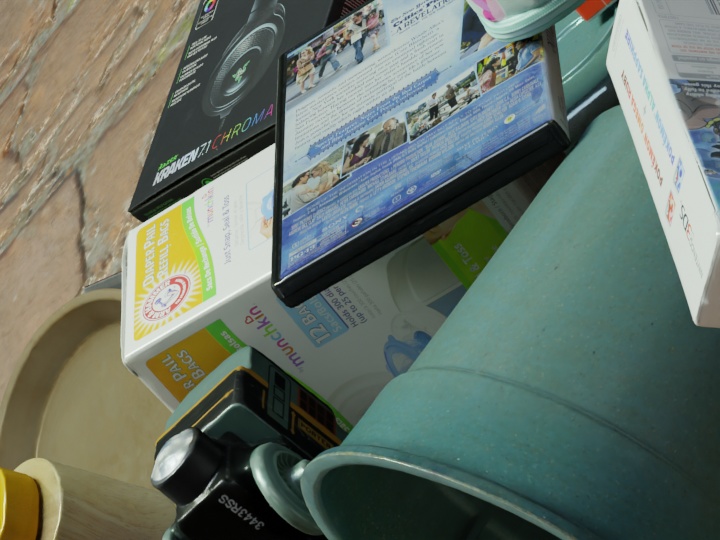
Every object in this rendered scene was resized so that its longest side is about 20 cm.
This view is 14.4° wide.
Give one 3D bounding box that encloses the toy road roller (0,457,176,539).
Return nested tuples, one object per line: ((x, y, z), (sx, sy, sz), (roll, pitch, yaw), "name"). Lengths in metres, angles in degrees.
((-0.181, 0.199, 1.487), (0.200, 0.123, 0.147), (-33, 50, 41), "toy road roller")

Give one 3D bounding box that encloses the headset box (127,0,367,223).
((-0.030, -0.118, 1.683), (0.174, 0.093, 0.201), (-26, 39, 48), "headset box")

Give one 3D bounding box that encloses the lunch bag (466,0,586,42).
((0.085, -0.191, 1.243), (0.160, 0.077, 0.200), (-40, 25, 14), "lunch bag")

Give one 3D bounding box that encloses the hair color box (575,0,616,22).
((0.169, -0.225, 1.428), (0.200, 0.064, 0.111), (-38, 19, 17), "hair color box")

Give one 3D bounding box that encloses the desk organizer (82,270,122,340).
((-0.057, 0.002, 1.594), (0.200, 0.072, 0.077), (-21, 7, 45), "desk organizer")

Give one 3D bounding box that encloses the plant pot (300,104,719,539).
((0.111, 0.053, 1.135), (0.200, 0.200, 0.197), (-8, 45, 59), "plant pot")

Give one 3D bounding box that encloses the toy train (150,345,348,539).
((-0.008, 0.120, 1.246), (0.085, 0.200, 0.114), (-43, 22, 23), "toy train")

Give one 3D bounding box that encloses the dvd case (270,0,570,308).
((0.023, -0.076, 1.251), (0.142, 0.018, 0.200), (-31, 29, 18), "dvd case")

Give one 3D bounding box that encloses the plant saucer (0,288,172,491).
((-0.140, 0.111, 1.594), (0.200, 0.029, 0.201), (-11, 75, 47), "plant saucer")

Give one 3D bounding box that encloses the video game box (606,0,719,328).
((0.204, -0.037, 1.051), (0.183, 0.199, 0.047), (-101, 19, -58), "video game box")

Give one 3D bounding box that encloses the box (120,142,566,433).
((0.000, 0.000, 1.312), (0.199, 0.113, 0.102), (-29, 33, 17), "box")

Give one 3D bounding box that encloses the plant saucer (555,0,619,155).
((0.113, -0.104, 1.430), (0.200, 0.027, 0.200), (-41, 18, 16), "plant saucer")
